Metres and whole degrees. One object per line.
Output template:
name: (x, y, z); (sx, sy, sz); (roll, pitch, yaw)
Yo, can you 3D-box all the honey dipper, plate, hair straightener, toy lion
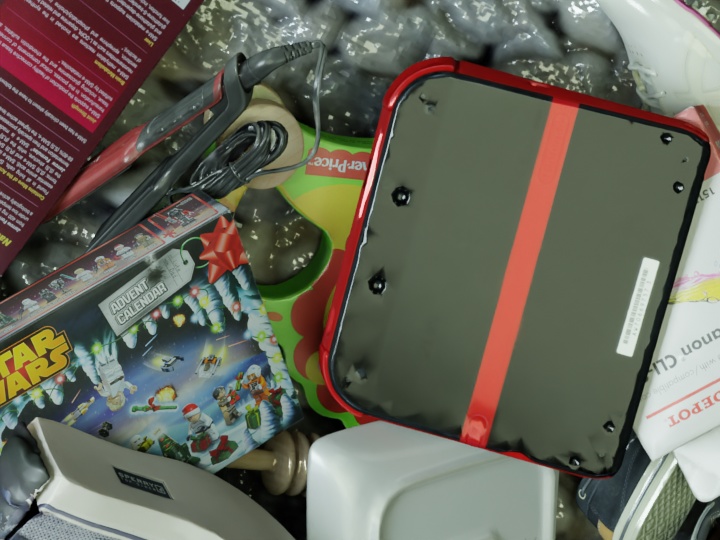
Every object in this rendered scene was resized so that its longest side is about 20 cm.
honey dipper: (-0.095, 0.102, 1.136); (0.198, 0.038, 0.038); (7, 99, -29)
plate: (0.051, 0.175, 1.177); (0.199, 0.032, 0.202); (-11, 108, -42)
hair straightener: (-0.083, -0.056, 1.088); (0.199, 0.041, 0.077); (-34, 110, 29)
toy lion: (0.000, 0.000, 1.167); (0.198, 0.069, 0.194); (6, 107, -16)

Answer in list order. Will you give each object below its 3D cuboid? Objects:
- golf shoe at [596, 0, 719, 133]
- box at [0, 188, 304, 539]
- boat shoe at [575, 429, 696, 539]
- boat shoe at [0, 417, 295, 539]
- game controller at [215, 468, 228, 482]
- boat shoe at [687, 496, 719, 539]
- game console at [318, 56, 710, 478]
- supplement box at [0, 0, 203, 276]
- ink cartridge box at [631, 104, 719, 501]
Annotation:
golf shoe: (0.194, -0.088, 1.192); (0.092, 0.075, 0.200); (-45, 107, 1)
box: (-0.136, 0.066, 1.057); (0.199, 0.040, 0.138); (-31, 123, -19)
boat shoe: (0.192, 0.075, 1.221); (0.074, 0.062, 0.201); (25, 96, -52)
boat shoe: (-0.120, 0.146, 1.041); (0.199, 0.075, 0.093); (29, 107, -38)
game controller: (-0.128, 0.128, 1.169); (0.104, 0.042, 0.202); (9, 99, -31)
boat shoe: (0.235, 0.157, 1.219); (0.072, 0.068, 0.200); (43, 57, 5)
game console: (0.079, -0.001, 1.106); (0.175, 0.031, 0.202); (14, 100, -3)
supplement box: (-0.177, -0.110, 1.074); (0.201, 0.061, 0.109); (-53, 133, -1)
ink cartridge box: (0.186, 0.023, 1.140); (0.116, 0.067, 0.201); (-30, 88, 15)
